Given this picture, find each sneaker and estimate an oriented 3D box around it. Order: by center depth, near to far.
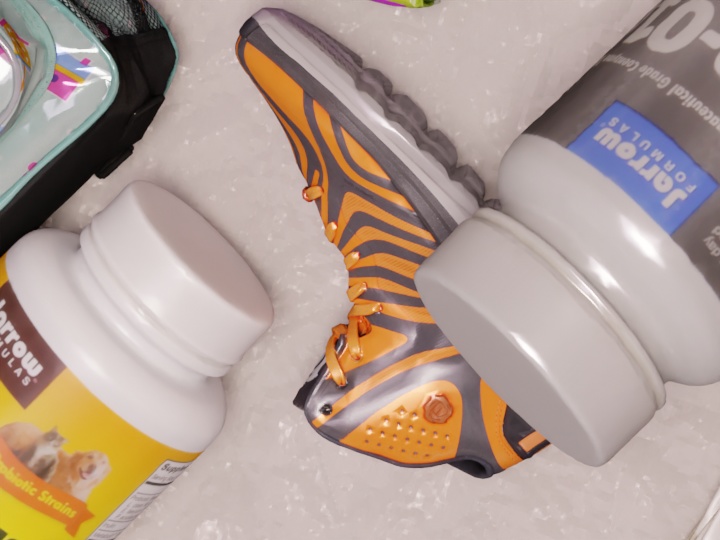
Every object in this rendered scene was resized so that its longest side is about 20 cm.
[{"bbox_3d":[0.000,0.000,1.013,0.112,0.078,0.200,-43,88,12],"label":"sneaker"}]

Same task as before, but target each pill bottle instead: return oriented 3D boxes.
[{"bbox_3d":[0.121,-0.032,0.935,0.200,0.114,0.114,-44,87,-11],"label":"pill bottle"},{"bbox_3d":[-0.128,0.061,1.029,0.109,0.109,0.200,46,102,3],"label":"pill bottle"}]

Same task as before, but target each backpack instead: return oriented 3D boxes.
[{"bbox_3d":[-0.198,-0.093,1.006,0.176,0.153,0.200,-42,81,18],"label":"backpack"}]

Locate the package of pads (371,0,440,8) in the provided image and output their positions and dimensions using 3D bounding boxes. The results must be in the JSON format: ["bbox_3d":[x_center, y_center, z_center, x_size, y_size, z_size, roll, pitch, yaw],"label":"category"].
[{"bbox_3d":[-0.009,-0.210,0.994,0.154,0.068,0.201,17,100,9],"label":"package of pads"}]

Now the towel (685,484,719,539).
[{"bbox_3d":[0.188,0.143,1.022,0.152,0.023,0.201,33,101,5],"label":"towel"}]
